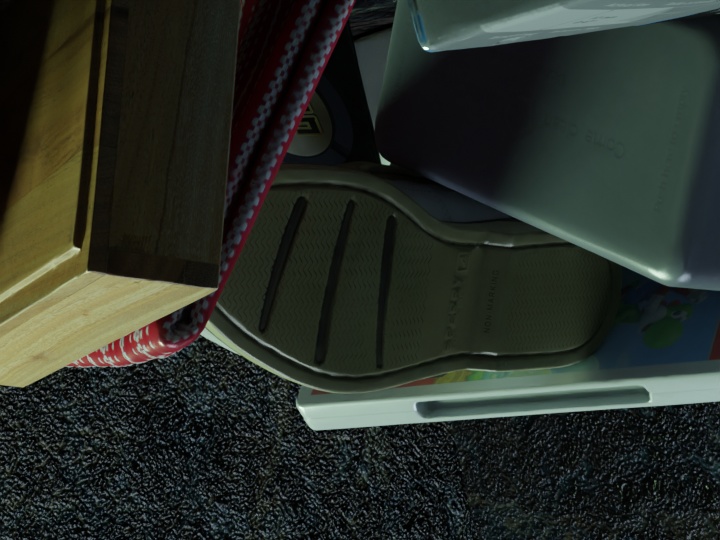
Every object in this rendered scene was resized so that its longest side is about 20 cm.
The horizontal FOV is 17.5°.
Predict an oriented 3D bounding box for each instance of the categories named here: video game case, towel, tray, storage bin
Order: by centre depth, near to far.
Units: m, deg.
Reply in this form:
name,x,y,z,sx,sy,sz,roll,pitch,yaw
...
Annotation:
name,x,y,z,sx,sy,sz,roll,pitch,yaw
tray,-0.081,-0.030,0.640,0.037,0.099,0.200,8,168,-19
towel,-0.056,-0.038,0.703,0.022,0.145,0.200,27,168,-16
storage bin,0.107,-0.064,0.774,0.134,0.146,0.200,-1,-162,-39
video game case,0.082,-0.003,0.900,0.199,0.017,0.143,-6,-137,30

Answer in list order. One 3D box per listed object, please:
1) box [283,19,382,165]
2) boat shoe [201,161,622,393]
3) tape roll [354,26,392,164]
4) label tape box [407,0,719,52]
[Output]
name,x,y,z,sx,sy,sz,roll,pitch,yaw
box,-0.080,-0.052,0.941,0.163,0.087,0.200,-13,-179,-2
boat shoe,0.000,0.000,0.803,0.199,0.075,0.068,10,-174,-43
tape roll,0.094,-0.103,1.217,0.201,0.071,0.202,-12,-179,0
label tape box,0.123,-0.101,0.495,0.199,0.067,0.143,-10,-178,36
